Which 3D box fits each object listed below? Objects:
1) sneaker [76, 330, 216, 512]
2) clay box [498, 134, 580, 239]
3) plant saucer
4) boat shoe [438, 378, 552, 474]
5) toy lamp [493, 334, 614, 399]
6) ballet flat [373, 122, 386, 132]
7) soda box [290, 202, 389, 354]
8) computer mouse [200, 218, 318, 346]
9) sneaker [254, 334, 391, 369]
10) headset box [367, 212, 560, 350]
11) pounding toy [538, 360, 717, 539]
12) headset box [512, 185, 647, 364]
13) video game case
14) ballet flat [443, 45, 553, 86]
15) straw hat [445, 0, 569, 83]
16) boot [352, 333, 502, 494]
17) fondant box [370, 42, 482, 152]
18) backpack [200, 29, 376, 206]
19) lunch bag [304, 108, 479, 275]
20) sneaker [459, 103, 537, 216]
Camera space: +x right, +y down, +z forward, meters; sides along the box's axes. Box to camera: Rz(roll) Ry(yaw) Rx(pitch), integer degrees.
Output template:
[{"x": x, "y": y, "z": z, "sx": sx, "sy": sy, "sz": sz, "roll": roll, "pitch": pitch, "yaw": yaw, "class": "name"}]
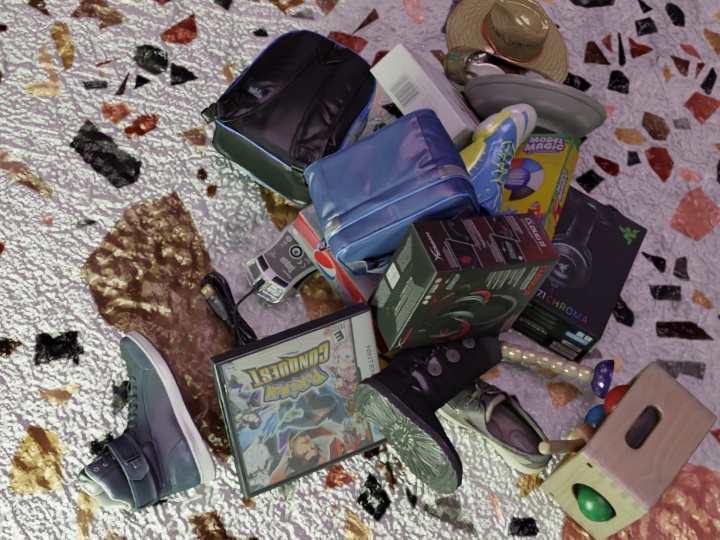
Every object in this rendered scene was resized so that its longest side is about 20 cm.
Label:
[{"x": -0.273, "y": 0.178, "z": 1.290, "sx": 0.145, "sy": 0.077, "sz": 0.204, "roll": -23, "pitch": 72, "yaw": -23, "class": "sneaker"}, {"x": 0.207, "y": -0.109, "z": 1.438, "sx": 0.113, "sy": 0.048, "sz": 0.202, "roll": 3, "pitch": 54, "yaw": 29, "class": "clay box"}, {"x": 0.233, "y": -0.208, "z": 1.518, "sx": 0.197, "sy": 0.200, "sz": 0.051, "roll": 14, "pitch": 82, "yaw": -5, "class": "plant saucer"}, {"x": 0.159, "y": 0.173, "z": 1.386, "sx": 0.199, "sy": 0.065, "sz": 0.072, "roll": 40, "pitch": 66, "yaw": 9, "class": "boat shoe"}, {"x": 0.222, "y": 0.111, "z": 1.423, "sx": 0.197, "sy": 0.058, "sz": 0.059, "roll": 14, "pitch": 62, "yaw": 7, "class": "toy lamp"}, {"x": 0.035, "y": -0.099, "z": 1.495, "sx": 0.066, "sy": 0.068, "sz": 0.203, "roll": 12, "pitch": 73, "yaw": -10, "class": "ballet flat"}, {"x": 0.000, "y": 0.000, "z": 1.394, "sx": 0.070, "sy": 0.064, "sz": 0.201, "roll": -34, "pitch": 79, "yaw": -25, "class": "soda box"}, {"x": -0.107, "y": 0.006, "z": 1.422, "sx": 0.199, "sy": 0.044, "sz": 0.110, "roll": -39, "pitch": 80, "yaw": -25, "class": "computer mouse"}, {"x": -0.038, "y": 0.119, "z": 1.358, "sx": 0.197, "sy": 0.090, "sz": 0.076, "roll": 5, "pitch": 64, "yaw": -9, "class": "sneaker"}, {"x": 0.128, "y": 0.011, "z": 1.306, "sx": 0.198, "sy": 0.149, "sz": 0.076, "roll": -6, "pitch": 54, "yaw": -31, "class": "headset box"}, {"x": 0.294, "y": 0.215, "z": 1.328, "sx": 0.142, "sy": 0.185, "sz": 0.200, "roll": 41, "pitch": 64, "yaw": 10, "class": "pounding toy"}, {"x": 0.264, "y": -0.011, "z": 1.480, "sx": 0.173, "sy": 0.093, "sz": 0.201, "roll": 30, "pitch": 62, "yaw": 3, "class": "headset box"}, {"x": -0.064, "y": 0.153, "z": 1.307, "sx": 0.198, "sy": 0.025, "sz": 0.183, "roll": -19, "pitch": 115, "yaw": -20, "class": "video game case"}, {"x": 0.211, "y": -0.266, "z": 1.579, "sx": 0.198, "sy": 0.071, "sz": 0.072, "roll": 17, "pitch": 61, "yaw": -22, "class": "ballet flat"}, {"x": 0.230, "y": -0.357, "z": 1.640, "sx": 0.198, "sy": 0.085, "sz": 0.204, "roll": 4, "pitch": 65, "yaw": -9, "class": "straw hat"}, {"x": 0.106, "y": 0.148, "z": 1.327, "sx": 0.165, "sy": 0.066, "sz": 0.199, "roll": 48, "pitch": 44, "yaw": 8, "class": "boot"}, {"x": 0.106, "y": -0.213, "z": 1.489, "sx": 0.058, "sy": 0.200, "sz": 0.145, "roll": -40, "pitch": 75, "yaw": 16, "class": "fondant box"}, {"x": -0.083, "y": -0.202, "z": 1.468, "sx": 0.182, "sy": 0.147, "sz": 0.201, "roll": 31, "pitch": 67, "yaw": 7, "class": "backpack"}, {"x": 0.034, "y": -0.077, "z": 1.304, "sx": 0.198, "sy": 0.136, "sz": 0.134, "roll": -27, "pitch": 72, "yaw": 9, "class": "lunch bag"}, {"x": 0.162, "y": -0.117, "z": 1.395, "sx": 0.199, "sy": 0.076, "sz": 0.105, "roll": -39, "pitch": 61, "yaw": -3, "class": "sneaker"}]
